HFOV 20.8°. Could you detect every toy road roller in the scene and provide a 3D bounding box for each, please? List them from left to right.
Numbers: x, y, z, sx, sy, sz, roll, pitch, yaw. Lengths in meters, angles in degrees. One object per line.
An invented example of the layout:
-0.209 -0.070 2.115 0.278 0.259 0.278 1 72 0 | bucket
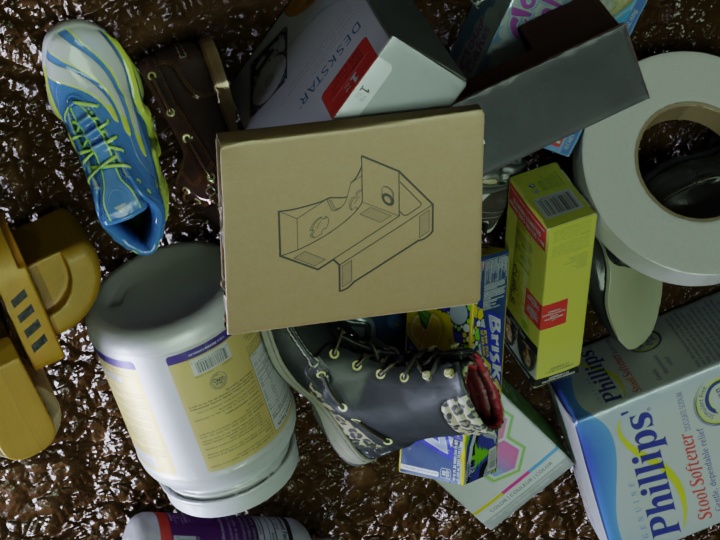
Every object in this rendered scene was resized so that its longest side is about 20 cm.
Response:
-0.274 0.039 1.602 0.145 0.123 0.201 -24 122 -9 | toy road roller

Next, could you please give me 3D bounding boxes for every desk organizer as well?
0.118 -0.139 1.556 0.199 0.077 0.072 -25 122 1 | desk organizer

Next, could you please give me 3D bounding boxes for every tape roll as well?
0.279 -0.087 1.657 0.201 0.204 0.037 -8 164 -11 | tape roll

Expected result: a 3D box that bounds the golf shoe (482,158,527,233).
0.046 -0.059 1.647 0.199 0.078 0.095 -4 125 -25 | golf shoe

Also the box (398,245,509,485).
0.081 0.079 1.699 0.064 0.070 0.202 -12 107 -56 | box

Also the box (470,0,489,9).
0.123 -0.324 1.506 0.199 0.044 0.161 -35 90 7 | box

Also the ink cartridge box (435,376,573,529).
0.094 0.139 1.797 0.104 0.059 0.200 -39 121 10 | ink cartridge box

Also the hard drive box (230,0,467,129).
-0.014 -0.143 1.523 0.077 0.200 0.156 29 108 -28 | hard drive box

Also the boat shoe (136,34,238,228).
-0.122 -0.085 1.577 0.070 0.070 0.201 -20 94 -11 | boat shoe

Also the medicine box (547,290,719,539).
0.293 0.146 1.832 0.199 0.103 0.183 -22 122 -3 | medicine box

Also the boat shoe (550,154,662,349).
0.218 -0.018 1.743 0.074 0.063 0.202 -42 128 -26 | boat shoe

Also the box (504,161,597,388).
0.160 0.007 1.700 0.050 0.075 0.201 -18 139 -18 | box

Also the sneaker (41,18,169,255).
-0.193 -0.099 1.554 0.075 0.105 0.201 -23 123 -2 | sneaker

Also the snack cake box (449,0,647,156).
0.157 -0.208 1.612 0.114 0.067 0.201 15 114 -24 | snack cake box

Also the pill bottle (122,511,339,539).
-0.116 0.280 1.788 0.198 0.113 0.113 5 118 -18 | pill bottle

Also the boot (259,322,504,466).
0.017 0.072 1.624 0.153 0.074 0.204 -12 125 30 | boot

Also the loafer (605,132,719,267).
0.301 -0.064 1.701 0.200 0.072 0.073 -37 129 -13 | loafer

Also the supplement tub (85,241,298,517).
-0.137 0.093 1.656 0.144 0.146 0.201 -20 123 -4 | supplement tub

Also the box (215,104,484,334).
-0.007 -0.037 1.454 0.198 0.021 0.165 -7 121 -11 | box

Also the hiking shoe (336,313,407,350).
0.000 0.000 1.682 0.087 0.075 0.200 -41 121 10 | hiking shoe
